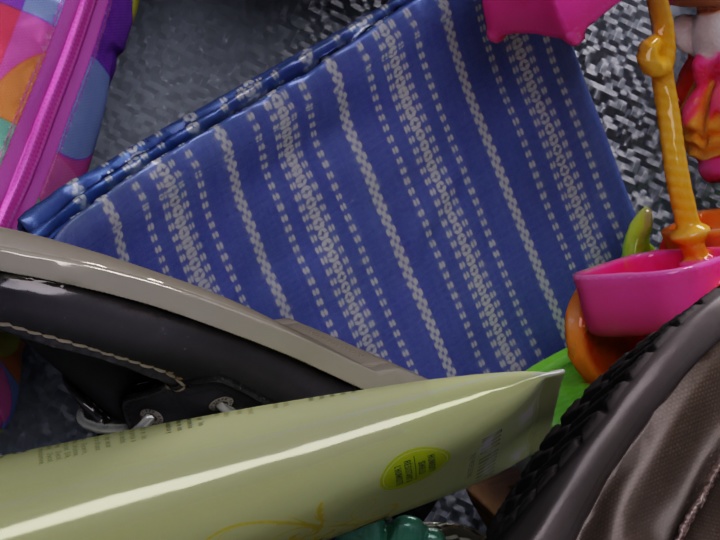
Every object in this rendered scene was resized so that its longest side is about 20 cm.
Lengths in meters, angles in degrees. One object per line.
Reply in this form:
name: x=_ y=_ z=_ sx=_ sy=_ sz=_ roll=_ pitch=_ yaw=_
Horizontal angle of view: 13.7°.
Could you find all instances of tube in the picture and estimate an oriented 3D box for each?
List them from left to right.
tube: x=-0.042 y=0.062 z=0.821 sx=0.200 sy=0.058 sz=0.052 roll=-14 pitch=113 yaw=-6

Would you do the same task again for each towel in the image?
towel: x=0.000 y=0.000 z=0.932 sx=0.200 sy=0.024 sz=0.145 roll=-32 pitch=116 yaw=-20

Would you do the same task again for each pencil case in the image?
pencil case: x=-0.119 y=-0.040 z=0.933 sx=0.088 sy=0.088 sz=0.200 roll=16 pitch=68 yaw=-5

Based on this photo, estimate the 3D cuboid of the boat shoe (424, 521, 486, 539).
boat shoe: x=0.038 y=0.168 z=0.897 sx=0.072 sy=0.060 sz=0.202 roll=-1 pitch=70 yaw=-12

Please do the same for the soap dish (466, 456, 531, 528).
soap dish: x=0.144 y=0.092 z=0.886 sx=0.157 sy=0.200 sz=0.081 roll=-17 pitch=115 yaw=-18

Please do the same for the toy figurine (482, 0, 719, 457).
toy figurine: x=0.107 y=-0.061 z=0.914 sx=0.200 sy=0.150 sz=0.184 roll=-27 pitch=107 yaw=-47

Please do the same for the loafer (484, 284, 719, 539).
loafer: x=0.065 y=0.087 z=0.792 sx=0.071 sy=0.073 sz=0.200 roll=38 pitch=73 yaw=-1

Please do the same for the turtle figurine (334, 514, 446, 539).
turtle figurine: x=-0.025 y=0.159 z=0.822 sx=0.150 sy=0.101 sz=0.200 roll=11 pitch=46 yaw=-13

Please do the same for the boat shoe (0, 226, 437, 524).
boat shoe: x=-0.046 y=0.038 z=0.860 sx=0.200 sy=0.073 sz=0.063 roll=22 pitch=90 yaw=-41
